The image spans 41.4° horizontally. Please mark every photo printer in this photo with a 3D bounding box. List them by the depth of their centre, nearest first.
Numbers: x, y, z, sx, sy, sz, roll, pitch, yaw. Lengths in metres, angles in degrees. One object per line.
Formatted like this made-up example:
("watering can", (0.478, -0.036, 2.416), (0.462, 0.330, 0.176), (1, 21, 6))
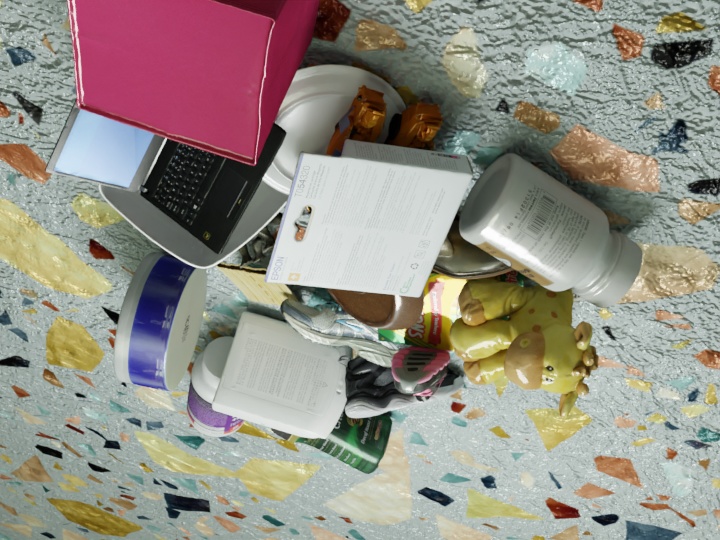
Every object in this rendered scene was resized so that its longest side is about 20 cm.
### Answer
("photo printer", (-0.115, 0.169, 1.507), (0.199, 0.167, 0.069), (15, 165, 3))

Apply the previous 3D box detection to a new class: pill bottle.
("pill bottle", (0.226, -0.041, 1.122), (0.200, 0.115, 0.114), (30, 143, -15))
("pill bottle", (-0.238, 0.197, 1.639), (0.111, 0.112, 0.200), (20, 144, -1))

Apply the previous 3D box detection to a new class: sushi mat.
("sushi mat", (-0.144, 0.024, 1.395), (0.095, 0.012, 0.200), (9, 166, 10))

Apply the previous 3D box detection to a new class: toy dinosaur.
("toy dinosaur", (-0.146, -0.070, 1.278), (0.200, 0.077, 0.102), (-35, 86, 33))

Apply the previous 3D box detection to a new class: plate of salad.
("plate of salad", (-0.041, -0.164, 1.126), (0.199, 0.048, 0.200), (-5, 137, -5))

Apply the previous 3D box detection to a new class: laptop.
("laptop", (-0.218, -0.133, 1.071), (0.200, 0.103, 0.177), (37, 115, 9))

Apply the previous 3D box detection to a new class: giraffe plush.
("giraffe plush", (0.225, 0.098, 1.201), (0.199, 0.162, 0.173), (-24, 122, 3))

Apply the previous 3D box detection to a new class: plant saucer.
("plant saucer", (0.000, 0.000, 1.263), (0.200, 0.034, 0.201), (35, 143, 32))

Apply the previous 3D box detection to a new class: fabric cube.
("fabric cube", (-0.153, -0.262, 0.931), (0.196, 0.200, 0.200), (19, 144, 0))

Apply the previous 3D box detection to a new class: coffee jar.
("coffee jar", (-0.051, 0.269, 1.656), (0.199, 0.104, 0.085), (23, 141, -7))

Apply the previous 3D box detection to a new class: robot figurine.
("robot figurine", (0.008, -0.116, 1.105), (0.145, 0.058, 0.200), (10, 133, -22))

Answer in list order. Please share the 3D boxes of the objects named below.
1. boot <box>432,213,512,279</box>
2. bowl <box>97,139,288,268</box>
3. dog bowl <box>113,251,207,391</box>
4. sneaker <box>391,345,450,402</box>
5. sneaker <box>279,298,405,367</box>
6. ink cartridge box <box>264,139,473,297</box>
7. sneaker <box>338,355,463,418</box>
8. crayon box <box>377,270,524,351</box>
("boot", (0.107, -0.047, 1.201), (0.199, 0.075, 0.097), (5, 145, 22))
("bowl", (-0.199, -0.123, 1.192), (0.200, 0.075, 0.200), (-40, 120, 16))
("dog bowl", (-0.298, 0.078, 1.436), (0.079, 0.201, 0.200), (13, 144, 3))
("sneaker", (0.091, 0.149, 1.355), (0.079, 0.200, 0.096), (8, 105, 15))
("sneaker", (-0.020, 0.068, 1.408), (0.199, 0.078, 0.087), (19, 105, -13))
("ink cartridge box", (0.004, -0.058, 1.092), (0.199, 0.043, 0.197), (7, 132, -16))
("sneaker", (0.062, 0.158, 1.486), (0.199, 0.114, 0.075), (-10, 168, -20))
("crayon box", (0.122, 0.046, 1.306), (0.199, 0.051, 0.127), (6, 122, 16))
